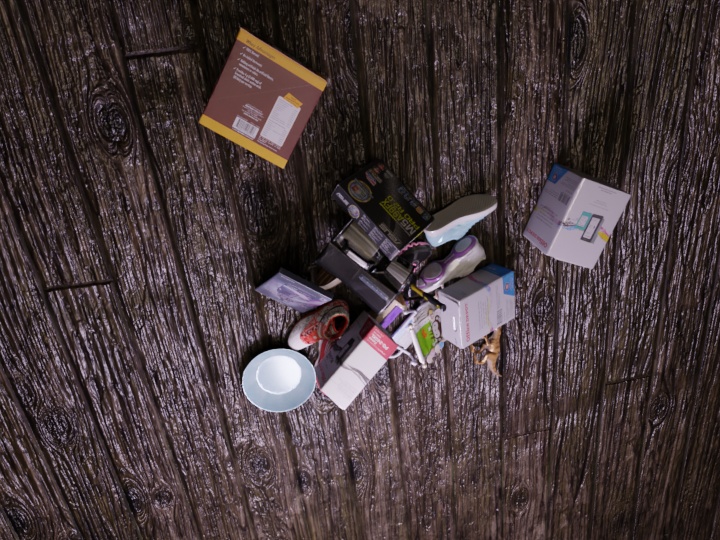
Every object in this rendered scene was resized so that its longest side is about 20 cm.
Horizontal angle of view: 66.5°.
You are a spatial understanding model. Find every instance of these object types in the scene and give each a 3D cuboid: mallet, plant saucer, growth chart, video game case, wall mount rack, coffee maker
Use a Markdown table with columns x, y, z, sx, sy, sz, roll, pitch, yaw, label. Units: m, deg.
| x | y | z | sx | sy | sz | roll | pitch | yaw | label |
| --- | --- | --- | --- | --- | --- | --- | --- | --- | --- |
| 0.157 | 0.066 | 1.373 | 0.041 | 0.200 | 0.067 | -21 | 122 | -16 | mallet |
| -0.220 | 0.291 | 1.493 | 0.197 | 0.039 | 0.204 | -3 | 115 | -7 | plant saucer |
| 0.191 | 0.145 | 1.435 | 0.200 | 0.018 | 0.146 | -45 | 117 | -38 | growth chart |
| -0.165 | 0.052 | 1.328 | 0.142 | 0.199 | 0.019 | 28 | 65 | -19 | video game case |
| 0.124 | 0.168 | 1.465 | 0.173 | 0.075 | 0.201 | 31 | 105 | -34 | wall mount rack |
| 0.000 | 0.000 | 1.283 | 0.200 | 0.135 | 0.192 | 41 | 133 | -3 | coffee maker |

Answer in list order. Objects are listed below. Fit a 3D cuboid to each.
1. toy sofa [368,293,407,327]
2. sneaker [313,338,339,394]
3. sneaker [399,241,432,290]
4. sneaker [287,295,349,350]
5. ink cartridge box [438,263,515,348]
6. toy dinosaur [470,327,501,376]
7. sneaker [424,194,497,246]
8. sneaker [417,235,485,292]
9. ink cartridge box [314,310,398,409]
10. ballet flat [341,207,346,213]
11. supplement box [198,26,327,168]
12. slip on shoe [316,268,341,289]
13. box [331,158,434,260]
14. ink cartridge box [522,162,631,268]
| x | y | z | sx | sy | sz | roll | pitch | yaw | label |
| --- | --- | --- | --- | --- | --- | --- | --- | --- | --- |
| 0.043 | 0.142 | 1.447 | 0.097 | 0.083 | 0.201 | 36 | 104 | -20 | toy sofa |
| -0.083 | 0.271 | 1.464 | 0.077 | 0.116 | 0.203 | -4 | 114 | -8 | sneaker |
| 0.102 | 0.007 | 1.375 | 0.198 | 0.096 | 0.079 | -31 | 147 | -1 | sneaker |
| -0.110 | 0.155 | 1.412 | 0.201 | 0.108 | 0.067 | -39 | 114 | 9 | sneaker |
| 0.303 | 0.089 | 1.425 | 0.198 | 0.084 | 0.147 | -25 | 120 | -28 | ink cartridge box |
| 0.369 | 0.239 | 1.558 | 0.104 | 0.061 | 0.203 | -6 | 115 | -8 | toy dinosaur |
| 0.252 | -0.124 | 1.381 | 0.197 | 0.074 | 0.082 | -22 | 139 | 0 | sneaker |
| 0.240 | 0.001 | 1.422 | 0.199 | 0.075 | 0.099 | -38 | 131 | 16 | sneaker |
| -0.015 | 0.212 | 1.325 | 0.083 | 0.145 | 0.200 | 41 | 90 | -15 | ink cartridge box |
| 0.046 | -0.151 | 1.336 | 0.197 | 0.072 | 0.073 | 7 | 113 | -12 | ballet flat |
| -0.204 | -0.364 | 1.154 | 0.195 | 0.133 | 0.202 | 26 | 107 | -19 | supplement box |
| -0.022 | -0.014 | 1.379 | 0.199 | 0.076 | 0.061 | -41 | 131 | 5 | slip on shoe |
| 0.054 | -0.143 | 1.246 | 0.200 | 0.160 | 0.044 | 47 | 140 | 4 | box |
| 0.532 | -0.136 | 1.371 | 0.144 | 0.147 | 0.202 | 14 | 112 | -16 | ink cartridge box |
